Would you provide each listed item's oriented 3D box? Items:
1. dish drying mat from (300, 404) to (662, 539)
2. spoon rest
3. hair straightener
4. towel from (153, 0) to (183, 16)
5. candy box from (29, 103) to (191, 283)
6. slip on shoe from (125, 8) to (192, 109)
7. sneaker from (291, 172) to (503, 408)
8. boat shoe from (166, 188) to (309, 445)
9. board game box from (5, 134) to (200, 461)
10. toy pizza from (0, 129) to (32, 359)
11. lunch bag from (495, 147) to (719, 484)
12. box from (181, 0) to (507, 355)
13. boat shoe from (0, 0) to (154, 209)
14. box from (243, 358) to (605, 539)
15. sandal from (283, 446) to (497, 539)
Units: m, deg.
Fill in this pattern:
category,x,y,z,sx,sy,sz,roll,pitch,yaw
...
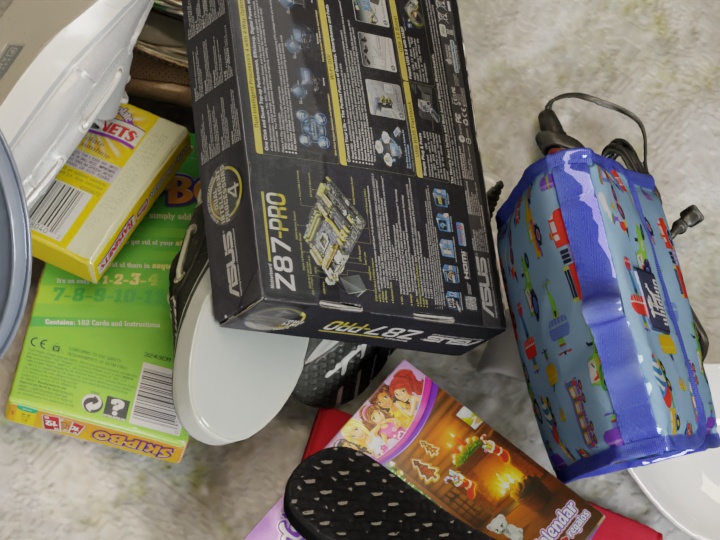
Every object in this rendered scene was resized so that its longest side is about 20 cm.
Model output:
category,x,y,z,sx,sy,sz,roll,pitch,yaw
dish drying mat,0.062,0.137,1.443,0.200,0.018,0.077,20,54,-1
spoon rest,0.159,0.081,1.473,0.200,0.061,0.100,25,89,6
hair straightener,0.158,-0.026,1.574,0.077,0.041,0.200,-10,55,-21
towel,-0.101,-0.161,1.547,0.200,0.023,0.153,17,12,-2
candy box,-0.203,-0.071,1.472,0.200,0.026,0.102,23,58,18
slip on shoe,-0.073,-0.102,1.546,0.200,0.076,0.061,19,92,-12
sneaker,0.000,0.000,1.492,0.080,0.074,0.200,30,45,12
boat shoe,-0.065,0.010,1.418,0.071,0.064,0.200,40,49,-29
board game box,-0.124,0.004,1.467,0.095,0.030,0.200,15,57,-6
toy pizza,-0.240,-0.030,1.373,0.200,0.200,0.032,43,33,15
lunch bag,0.119,0.024,1.349,0.094,0.200,0.151,-14,84,6
box,-0.009,-0.061,1.417,0.161,0.049,0.200,8,65,-38
boat shoe,-0.157,-0.100,1.431,0.072,0.069,0.200,6,55,42
box,0.013,0.159,1.384,0.137,0.039,0.200,37,62,9
sandal,0.044,0.162,1.348,0.200,0.045,0.075,37,55,24
